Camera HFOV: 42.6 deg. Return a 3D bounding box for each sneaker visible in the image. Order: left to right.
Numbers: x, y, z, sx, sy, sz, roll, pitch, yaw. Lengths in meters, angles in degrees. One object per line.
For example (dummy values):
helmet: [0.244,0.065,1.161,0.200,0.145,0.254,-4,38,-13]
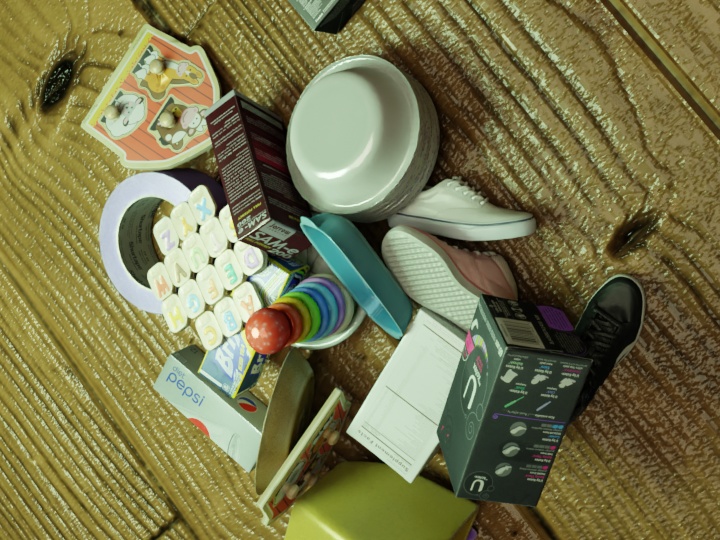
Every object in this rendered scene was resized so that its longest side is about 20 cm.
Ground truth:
sneaker: [0.117,0.001,1.151,0.199,0.105,0.075,37,127,-6]
sneaker: [0.123,-0.080,1.159,0.197,0.073,0.072,7,105,23]
sneaker: [0.276,0.105,1.101,0.072,0.112,0.202,29,110,15]

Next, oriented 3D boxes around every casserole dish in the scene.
casserole dish: [0.000,0.000,1.145,0.039,0.121,0.201,-42,112,-11]

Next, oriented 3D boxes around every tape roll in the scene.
tape roll: [-0.274,-0.044,1.337,0.197,0.085,0.204,4,100,23]

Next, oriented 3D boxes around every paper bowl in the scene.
paper bowl: [-0.008,-0.168,1.158,0.198,0.104,0.205,-5,80,32]

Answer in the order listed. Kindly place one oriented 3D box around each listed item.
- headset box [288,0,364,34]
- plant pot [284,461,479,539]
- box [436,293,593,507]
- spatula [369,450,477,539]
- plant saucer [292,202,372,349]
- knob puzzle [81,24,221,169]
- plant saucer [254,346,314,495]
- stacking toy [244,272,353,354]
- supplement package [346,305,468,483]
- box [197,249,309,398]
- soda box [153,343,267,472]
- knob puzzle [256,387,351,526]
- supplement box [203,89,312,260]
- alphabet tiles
headset box: [-0.061,-0.429,1.178,0.149,0.077,0.201,-45,79,23]
plant pot: [0.007,0.369,1.215,0.198,0.193,0.198,30,123,22]
box: [0.168,0.148,1.051,0.104,0.123,0.203,9,115,-11]
spatula: [0.075,0.306,1.276,0.200,0.020,0.057,47,121,11]
plant saucer: [-0.066,0.005,1.271,0.197,0.050,0.204,5,101,24]
knob puzzle: [-0.279,-0.232,1.292,0.216,0.030,0.224,-3,77,14]
plant saucer: [-0.096,0.206,1.244,0.035,0.200,0.204,13,105,6]
stacking toy: [-0.083,0.061,1.150,0.084,0.199,0.087,5,102,23]
supplement package: [0.088,0.150,1.194,0.113,0.109,0.202,36,111,13]
box: [-0.146,0.068,1.256,0.069,0.064,0.202,31,111,16]
soda box: [-0.207,0.201,1.360,0.199,0.063,0.069,38,112,14]
knob puzzle: [-0.064,0.263,1.246,0.030,0.219,0.222,31,110,14]
supplement box: [-0.130,-0.124,1.207,0.060,0.108,0.203,-30,62,23]
alphabet tiles: [-0.209,-0.003,1.239,0.199,0.015,0.198,-34,76,30]
